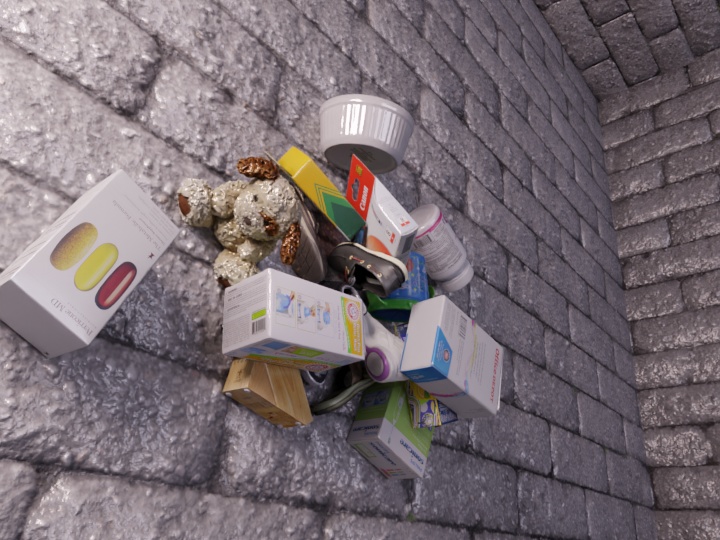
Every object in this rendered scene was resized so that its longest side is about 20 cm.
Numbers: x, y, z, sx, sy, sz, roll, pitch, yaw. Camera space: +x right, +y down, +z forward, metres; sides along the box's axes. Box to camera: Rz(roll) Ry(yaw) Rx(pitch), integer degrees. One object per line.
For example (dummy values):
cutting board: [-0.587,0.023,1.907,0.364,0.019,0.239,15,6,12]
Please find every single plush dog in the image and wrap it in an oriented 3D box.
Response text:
plush dog: [-0.163,-0.084,0.918,0.160,0.170,0.202,-39,107,-51]

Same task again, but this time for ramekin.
ramekin: [0.006,-0.272,1.196,0.201,0.201,0.096,21,74,-46]

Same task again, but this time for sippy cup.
sippy cup: [0.085,0.032,1.212,0.178,0.138,0.132,65,28,-71]

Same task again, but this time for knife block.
knife block: [-0.145,0.138,0.947,0.200,0.063,0.177,43,47,-33]

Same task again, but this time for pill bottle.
pill bottle: [0.186,-0.050,1.399,0.201,0.112,0.114,53,42,-26]

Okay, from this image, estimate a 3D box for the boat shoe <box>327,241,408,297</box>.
boat shoe: [-0.001,-0.002,1.090,0.063,0.200,0.074,-40,126,-26]

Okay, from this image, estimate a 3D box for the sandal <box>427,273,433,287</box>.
sandal: [0.095,-0.001,1.307,0.201,0.075,0.048,49,-2,-19]

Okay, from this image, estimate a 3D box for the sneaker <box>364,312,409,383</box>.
sneaker: [0.034,0.144,1.105,0.099,0.075,0.200,10,28,-34]

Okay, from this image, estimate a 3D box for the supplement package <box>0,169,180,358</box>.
supplement package: [-0.340,-0.009,0.717,0.114,0.109,0.201,50,43,-27]

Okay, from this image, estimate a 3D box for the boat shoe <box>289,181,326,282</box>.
boat shoe: [-0.106,-0.077,1.070,0.073,0.074,0.202,-35,106,-51]

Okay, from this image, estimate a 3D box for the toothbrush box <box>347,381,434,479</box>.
toothbrush box: [0.075,0.286,1.153,0.146,0.085,0.201,47,43,-27]

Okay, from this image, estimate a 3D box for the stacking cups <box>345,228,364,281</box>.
stacking cups: [0.013,-0.056,1.226,0.060,0.060,0.202,36,52,-38]

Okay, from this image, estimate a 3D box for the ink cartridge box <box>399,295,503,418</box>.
ink cartridge box: [0.174,0.165,1.074,0.199,0.084,0.146,39,50,-29]

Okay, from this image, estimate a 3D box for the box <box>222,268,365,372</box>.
box: [-0.097,0.083,0.884,0.199,0.112,0.103,21,58,-44]

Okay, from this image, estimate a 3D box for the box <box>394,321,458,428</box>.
box: [0.127,0.198,1.127,0.064,0.070,0.203,5,71,-49]

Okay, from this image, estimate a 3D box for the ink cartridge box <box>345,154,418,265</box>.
ink cartridge box: [0.020,-0.094,1.096,0.050,0.163,0.200,-31,66,-25]

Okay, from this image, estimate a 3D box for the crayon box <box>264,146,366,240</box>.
crayon box: [-0.084,-0.156,1.088,0.200,0.052,0.126,46,0,-31]

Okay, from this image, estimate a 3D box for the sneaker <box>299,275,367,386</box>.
sneaker: [-0.051,0.102,1.039,0.075,0.113,0.203,29,55,-42]

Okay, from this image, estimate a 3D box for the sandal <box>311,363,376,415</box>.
sandal: [-0.020,0.203,1.077,0.200,0.080,0.058,-23,81,-52]
